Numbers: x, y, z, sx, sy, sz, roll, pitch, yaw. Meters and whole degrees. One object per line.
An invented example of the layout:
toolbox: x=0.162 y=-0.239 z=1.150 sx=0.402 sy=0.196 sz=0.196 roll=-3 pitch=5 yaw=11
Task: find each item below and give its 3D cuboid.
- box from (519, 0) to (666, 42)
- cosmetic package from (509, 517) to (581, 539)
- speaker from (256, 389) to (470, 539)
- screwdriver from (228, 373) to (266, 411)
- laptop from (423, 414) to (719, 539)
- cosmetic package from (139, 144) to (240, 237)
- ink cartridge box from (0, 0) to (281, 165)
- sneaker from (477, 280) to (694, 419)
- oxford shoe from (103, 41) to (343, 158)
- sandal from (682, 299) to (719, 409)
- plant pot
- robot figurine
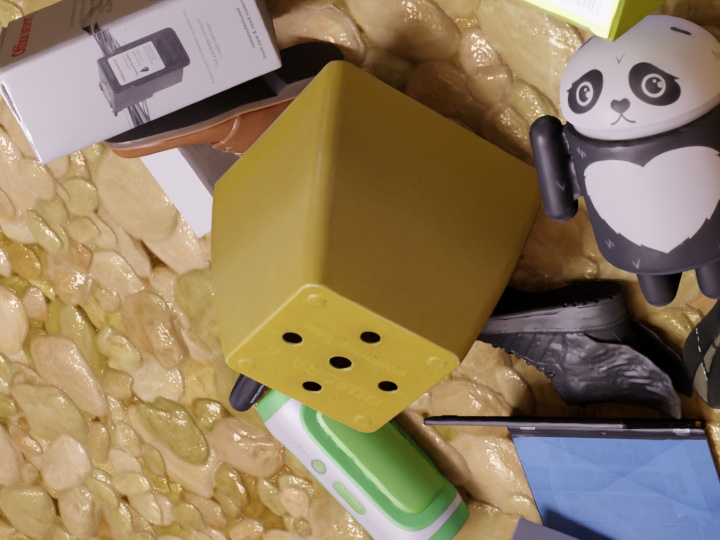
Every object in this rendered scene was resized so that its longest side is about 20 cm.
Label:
box: x=0.151 y=-0.214 z=1.234 sx=0.121 sy=0.200 sz=0.048 roll=27 pitch=123 yaw=18
cosmetic package: x=0.200 y=0.298 z=1.602 sx=0.199 sy=0.113 sz=0.082 roll=19 pitch=131 yaw=9
speaker: x=0.002 y=0.165 z=1.691 sx=0.200 sy=0.088 sz=0.088 roll=46 pitch=136 yaw=0
screwdriver: x=-0.071 y=0.068 z=1.719 sx=0.029 sy=0.028 sz=0.200 roll=20 pitch=138 yaw=-19
laptop: x=0.181 y=0.175 z=1.550 sx=0.186 sy=0.199 sz=0.117 roll=-3 pitch=85 yaw=37
cosmetic package: x=-0.159 y=-0.133 z=1.599 sx=0.051 sy=0.083 sz=0.201 roll=-28 pitch=101 yaw=44
ink cartridge box: x=-0.169 y=-0.171 z=1.469 sx=0.199 sy=0.145 sz=0.084 roll=-22 pitch=112 yaw=3
sneaker: x=0.158 y=0.066 z=1.523 sx=0.199 sy=0.060 sz=0.105 roll=-5 pitch=114 yaw=33
oxford shoe: x=-0.103 y=-0.114 z=1.509 sx=0.071 sy=0.199 sz=0.072 roll=-119 pitch=18 yaw=-49
sandal: x=0.298 y=0.037 z=1.406 sx=0.201 sy=0.057 sz=0.080 roll=126 pitch=129 yaw=-62
plant pot: x=0.000 y=0.000 z=1.461 sx=0.199 sy=0.177 sz=0.200 roll=27 pitch=139 yaw=-20
robot figurine: x=0.209 y=-0.076 z=1.336 sx=0.125 sy=0.149 sz=0.201 roll=40 pitch=152 yaw=62
